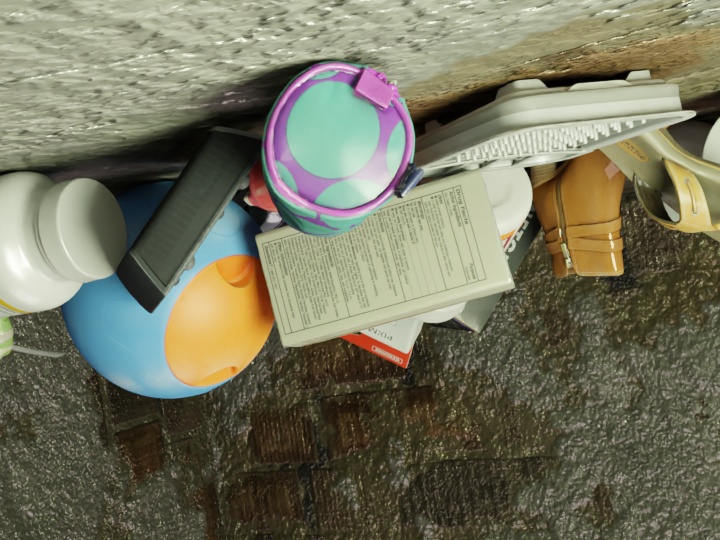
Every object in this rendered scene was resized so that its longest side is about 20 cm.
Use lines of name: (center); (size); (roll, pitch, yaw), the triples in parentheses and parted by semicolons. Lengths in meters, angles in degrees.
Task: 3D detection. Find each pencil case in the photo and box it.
pencil case: (-0.016, -0.068, 0.597); (0.092, 0.085, 0.200); (-45, -177, -4)

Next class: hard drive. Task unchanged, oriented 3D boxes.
hard drive: (-0.126, -0.035, 0.689); (0.042, 0.135, 0.200); (34, 168, -9)

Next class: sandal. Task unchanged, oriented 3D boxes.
sandal: (0.270, -0.070, 0.827); (0.200, 0.054, 0.080); (35, 157, -5)

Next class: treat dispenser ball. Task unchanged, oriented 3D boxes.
treat dispenser ball: (-0.176, 0.018, 0.891); (0.201, 0.201, 0.201); (-9, 180, 0)

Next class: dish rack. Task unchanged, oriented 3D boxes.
dish rack: (0.135, -0.112, 0.739); (0.171, 0.044, 0.200); (-8, 179, -22)

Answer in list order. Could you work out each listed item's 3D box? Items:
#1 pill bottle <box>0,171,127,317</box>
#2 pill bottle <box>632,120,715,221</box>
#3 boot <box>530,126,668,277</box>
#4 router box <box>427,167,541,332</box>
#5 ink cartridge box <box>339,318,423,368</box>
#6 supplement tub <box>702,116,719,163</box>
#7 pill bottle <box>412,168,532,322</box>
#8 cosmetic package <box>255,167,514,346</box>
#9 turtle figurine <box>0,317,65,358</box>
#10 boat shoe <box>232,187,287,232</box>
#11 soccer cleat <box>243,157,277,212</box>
pill bottle: (-0.277, -0.016, 0.718); (0.200, 0.104, 0.104); (-10, 179, 24)
pill bottle: (0.410, -0.114, 1.134); (0.120, 0.120, 0.200); (-9, 179, 34)
boot: (0.250, -0.071, 0.973); (0.074, 0.155, 0.200); (-9, 179, -22)
router box: (0.145, -0.024, 1.161); (0.052, 0.200, 0.157); (33, 171, -12)
ink cartridge box: (-0.025, 0.041, 1.134); (0.200, 0.174, 0.044); (25, -129, 10)
supplement tub: (0.418, -0.104, 0.905); (0.145, 0.145, 0.200); (-9, 179, 39)
pill bottle: (0.092, -0.032, 0.970); (0.109, 0.110, 0.200); (-9, 152, -18)
cosmetic package: (0.023, -0.007, 0.825); (0.200, 0.104, 0.087); (-15, 173, 10)
turtle figurine: (-0.400, 0.024, 0.970); (0.194, 0.144, 0.200); (-5, 175, -15)
boat shoe: (-0.094, -0.058, 1.031); (0.091, 0.071, 0.200); (-4, 175, -27)
soccer cleat: (-0.025, -0.075, 0.830); (0.076, 0.067, 0.200); (-4, 178, 26)
